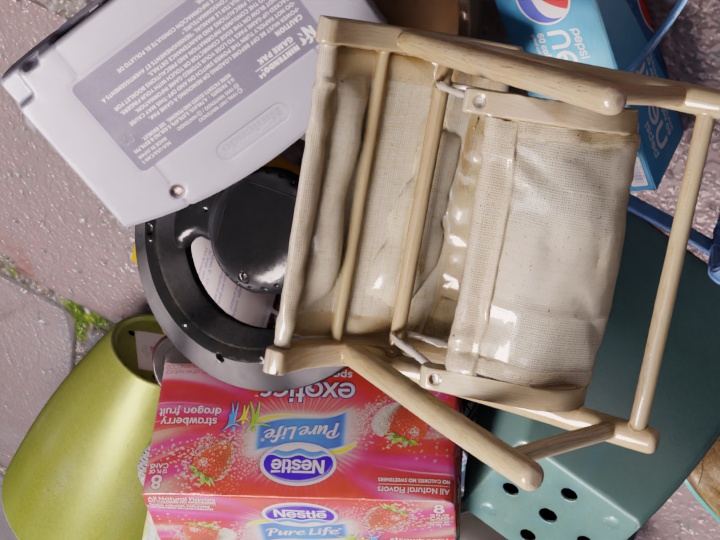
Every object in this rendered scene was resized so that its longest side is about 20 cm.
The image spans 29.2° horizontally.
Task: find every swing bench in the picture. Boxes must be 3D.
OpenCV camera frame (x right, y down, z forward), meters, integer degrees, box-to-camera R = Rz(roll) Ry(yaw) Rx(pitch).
[{"bbox_3d":[0.066,-0.018,0.745,0.199,0.129,0.201,21,106,39],"label":"swing bench"}]

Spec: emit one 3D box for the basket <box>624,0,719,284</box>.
[{"bbox_3d":[0.235,-0.070,0.756,0.199,0.139,0.177,33,123,-5],"label":"basket"}]

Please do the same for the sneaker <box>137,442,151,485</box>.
[{"bbox_3d":[-0.085,0.171,1.181,0.198,0.076,0.114,-16,137,-7],"label":"sneaker"}]

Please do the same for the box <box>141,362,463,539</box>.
[{"bbox_3d":[-0.032,0.127,0.901,0.198,0.100,0.096,1,144,6],"label":"box"}]

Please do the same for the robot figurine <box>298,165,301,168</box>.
[{"bbox_3d":[-0.001,0.001,0.994,0.199,0.151,0.125,-13,131,40],"label":"robot figurine"}]

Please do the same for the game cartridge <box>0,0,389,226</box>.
[{"bbox_3d":[-0.089,-0.119,0.799,0.199,0.041,0.133,-34,114,9],"label":"game cartridge"}]

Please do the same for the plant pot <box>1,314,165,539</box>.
[{"bbox_3d":[-0.206,0.143,1.239,0.186,0.187,0.201,31,122,7],"label":"plant pot"}]

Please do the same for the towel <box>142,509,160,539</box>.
[{"bbox_3d":[-0.080,0.214,1.070,0.199,0.048,0.173,23,117,20],"label":"towel"}]

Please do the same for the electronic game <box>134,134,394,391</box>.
[{"bbox_3d":[-0.057,-0.025,0.870,0.198,0.042,0.202,0,90,25],"label":"electronic game"}]

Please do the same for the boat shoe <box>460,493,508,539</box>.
[{"bbox_3d":[0.064,0.220,1.024,0.074,0.063,0.201,54,137,9],"label":"boat shoe"}]

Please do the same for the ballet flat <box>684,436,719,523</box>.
[{"bbox_3d":[0.310,0.190,1.007,0.072,0.068,0.201,-31,102,26],"label":"ballet flat"}]

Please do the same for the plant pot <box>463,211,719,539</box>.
[{"bbox_3d":[0.157,0.091,0.912,0.141,0.200,0.142,35,138,2],"label":"plant pot"}]

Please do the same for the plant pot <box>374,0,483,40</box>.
[{"bbox_3d":[-0.006,-0.194,0.854,0.199,0.093,0.202,19,135,20],"label":"plant pot"}]

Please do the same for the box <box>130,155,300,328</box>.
[{"bbox_3d":[-0.068,-0.015,0.945,0.199,0.041,0.120,32,116,28],"label":"box"}]

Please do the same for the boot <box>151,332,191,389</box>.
[{"bbox_3d":[-0.108,0.067,1.076,0.187,0.069,0.200,20,-172,-32],"label":"boot"}]

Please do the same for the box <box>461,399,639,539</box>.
[{"bbox_3d":[0.098,0.177,1.095,0.200,0.107,0.148,50,137,-12],"label":"box"}]

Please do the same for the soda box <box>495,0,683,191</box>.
[{"bbox_3d":[0.130,-0.146,0.822,0.064,0.068,0.201,-3,124,34],"label":"soda box"}]
